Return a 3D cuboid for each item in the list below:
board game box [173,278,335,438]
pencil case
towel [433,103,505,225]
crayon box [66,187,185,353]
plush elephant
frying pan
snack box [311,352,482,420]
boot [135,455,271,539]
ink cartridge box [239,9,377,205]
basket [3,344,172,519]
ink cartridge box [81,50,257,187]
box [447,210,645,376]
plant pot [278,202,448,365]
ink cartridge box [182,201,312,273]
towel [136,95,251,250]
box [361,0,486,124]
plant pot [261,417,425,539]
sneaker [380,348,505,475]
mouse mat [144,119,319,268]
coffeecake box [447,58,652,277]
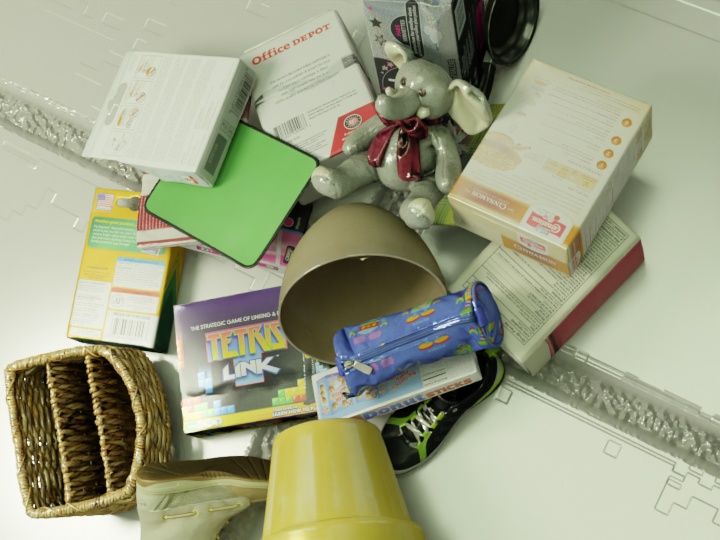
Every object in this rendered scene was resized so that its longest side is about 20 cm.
[{"bbox_3d":[-0.128,0.111,1.641,0.198,0.057,0.167,-11,76,12],"label":"board game box"},{"bbox_3d":[0.061,0.078,1.480,0.199,0.087,0.079,-21,91,18],"label":"pencil case"},{"bbox_3d":[0.154,-0.130,1.586,0.143,0.023,0.201,3,55,37],"label":"towel"},{"bbox_3d":[-0.299,0.000,1.713,0.125,0.052,0.202,6,80,15],"label":"crayon box"},{"bbox_3d":[0.059,-0.168,1.503,0.164,0.156,0.200,26,46,32],"label":"plush elephant"},{"bbox_3d":[0.178,-0.276,1.640,0.031,0.115,0.192,22,108,34],"label":"frying pan"},{"bbox_3d":[0.040,0.125,1.537,0.199,0.024,0.072,-21,56,13],"label":"snack box"},{"bbox_3d":[-0.176,0.309,1.592,0.198,0.072,0.156,0,104,-20],"label":"boot"},{"bbox_3d":[-0.053,-0.208,1.666,0.143,0.084,0.201,-24,63,8],"label":"ink cartridge box"},{"bbox_3d":[-0.327,0.194,1.607,0.142,0.149,0.202,-21,71,29],"label":"basket"},{"bbox_3d":[-0.243,-0.194,1.667,0.199,0.050,0.163,9,72,36],"label":"ink cartridge box"},{"bbox_3d":[0.221,0.005,1.547,0.200,0.109,0.128,-46,70,1],"label":"box"},{"bbox_3d":[0.000,0.000,1.553,0.199,0.201,0.135,-15,47,11],"label":"plant pot"},{"bbox_3d":[-0.167,-0.065,1.671,0.198,0.037,0.095,14,72,3],"label":"ink cartridge box"},{"bbox_3d":[-0.209,-0.124,1.659,0.143,0.023,0.202,-6,66,22],"label":"towel"},{"bbox_3d":[0.080,-0.292,1.589,0.114,0.201,0.133,7,56,17],"label":"box"},{"bbox_3d":[-0.029,0.280,1.508,0.199,0.201,0.190,-14,64,11],"label":"plant pot"},{"bbox_3d":[0.088,0.157,1.559,0.200,0.083,0.072,-46,70,1],"label":"sneaker"},{"bbox_3d":[-0.160,-0.104,1.612,0.199,0.008,0.162,28,81,30],"label":"mouse mat"},{"bbox_3d":[0.215,-0.117,1.479,0.153,0.073,0.201,26,73,23],"label":"coffeecake box"}]
